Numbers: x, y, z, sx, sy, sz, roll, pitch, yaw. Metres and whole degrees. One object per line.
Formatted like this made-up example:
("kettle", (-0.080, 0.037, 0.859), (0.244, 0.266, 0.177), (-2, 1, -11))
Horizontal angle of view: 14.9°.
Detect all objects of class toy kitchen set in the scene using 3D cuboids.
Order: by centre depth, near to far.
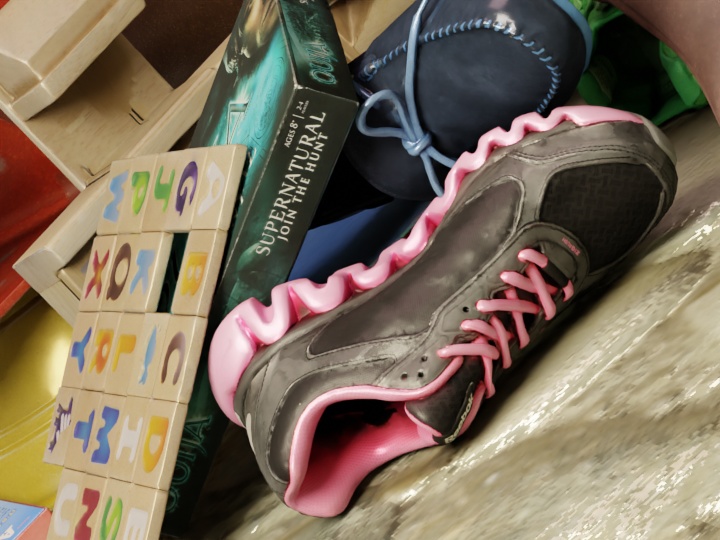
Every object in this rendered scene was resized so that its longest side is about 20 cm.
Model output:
("toy kitchen set", (-0.065, -0.089, 1.211), (0.200, 0.163, 0.180), (-50, 12, -28))

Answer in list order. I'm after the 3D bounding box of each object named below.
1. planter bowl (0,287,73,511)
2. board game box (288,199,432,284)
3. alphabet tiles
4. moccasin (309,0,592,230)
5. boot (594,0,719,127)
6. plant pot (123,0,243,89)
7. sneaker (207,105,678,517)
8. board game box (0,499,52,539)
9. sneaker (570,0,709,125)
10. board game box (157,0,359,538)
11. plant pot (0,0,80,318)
("planter bowl", (-0.142, 0.034, 1.340), (0.200, 0.084, 0.201), (-36, 14, 10))
("board game box", (0.000, 0.000, 1.194), (0.158, 0.039, 0.200), (-41, 11, 15))
("alphabet tiles", (-0.097, 0.050, 1.104), (0.167, 0.008, 0.201), (180, 104, -68))
("moccasin", (0.025, -0.053, 1.065), (0.068, 0.080, 0.200), (-55, 8, -26))
("boot", (0.118, -0.108, 1.032), (0.199, 0.072, 0.167), (-24, 46, 16))
("plant pot", (-0.060, -0.185, 1.614), (0.198, 0.200, 0.200), (-39, 13, 26))
("sneaker", (0.037, 0.021, 1.005), (0.200, 0.079, 0.096), (-36, 37, 14))
("board game box", (-0.220, 0.176, 1.208), (0.200, 0.019, 0.103), (-46, 19, -21))
("sneaker", (0.115, -0.106, 1.156), (0.083, 0.074, 0.200), (-37, 14, -10))
("board game box", (-0.055, -0.012, 1.104), (0.135, 0.028, 0.201), (-106, 35, -61))
("plant pot", (-0.249, -0.042, 1.310), (0.200, 0.200, 0.176), (-49, 6, -34))
